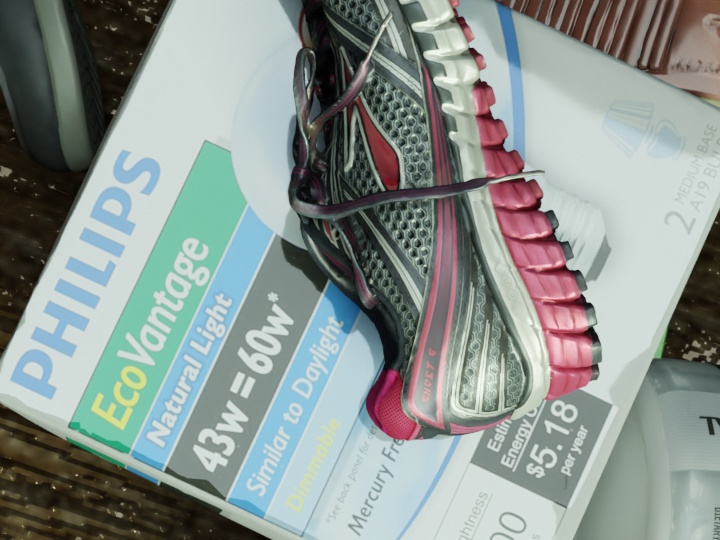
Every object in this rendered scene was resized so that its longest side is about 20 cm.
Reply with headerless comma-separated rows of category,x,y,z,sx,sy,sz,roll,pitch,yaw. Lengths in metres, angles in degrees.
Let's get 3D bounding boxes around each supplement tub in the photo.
supplement tub,0.183,0.101,0.897,0.200,0.123,0.123,6,83,-11

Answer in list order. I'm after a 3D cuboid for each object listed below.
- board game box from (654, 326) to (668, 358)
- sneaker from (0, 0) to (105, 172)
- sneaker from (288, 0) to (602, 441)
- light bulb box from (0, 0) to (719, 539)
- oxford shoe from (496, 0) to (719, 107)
board game box,0.064,-0.046,0.958,0.134,0.029,0.200,12,83,-2
sneaker,-0.170,-0.115,0.933,0.106,0.075,0.200,-22,77,-1
sneaker,0.006,-0.044,0.774,0.075,0.081,0.200,-23,86,-5
light bulb box,0.000,0.000,0.872,0.200,0.125,0.198,24,83,-2
oxford shoe,0.120,-0.089,0.921,0.200,0.074,0.071,24,87,18
